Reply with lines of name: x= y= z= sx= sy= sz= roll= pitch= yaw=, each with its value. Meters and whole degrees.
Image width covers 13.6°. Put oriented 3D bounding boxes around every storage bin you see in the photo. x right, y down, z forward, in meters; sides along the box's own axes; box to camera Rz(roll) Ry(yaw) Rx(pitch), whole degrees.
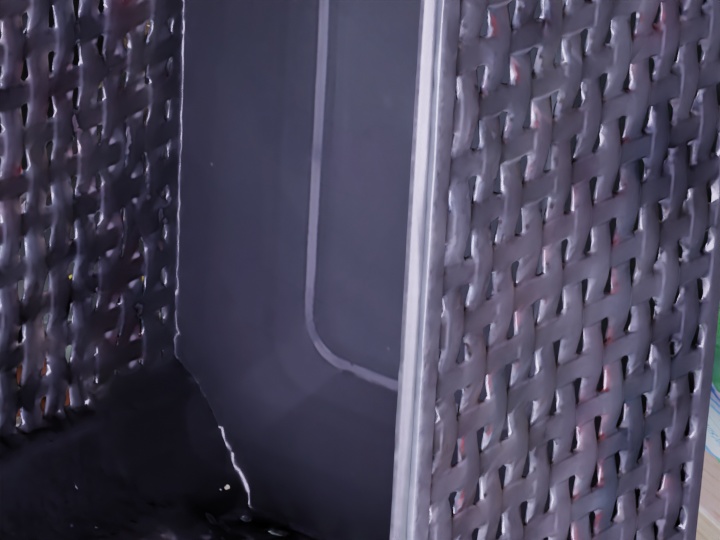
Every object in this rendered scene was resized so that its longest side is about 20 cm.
storage bin: x=-0.013 y=-0.018 z=0.549 sx=0.135 sy=0.201 sz=0.094 roll=20 pitch=-154 yaw=36

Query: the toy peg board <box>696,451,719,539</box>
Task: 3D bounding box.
toy peg board: x=0.069 y=0.138 z=0.826 sx=0.200 sy=0.098 sz=0.199 roll=42 pitch=157 yaw=-19

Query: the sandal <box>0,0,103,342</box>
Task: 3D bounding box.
sandal: x=-0.111 y=-0.002 z=0.890 sx=0.045 sy=0.201 sz=0.075 roll=37 pitch=-149 yaw=14

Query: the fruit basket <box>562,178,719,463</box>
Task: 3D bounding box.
fruit basket: x=0.056 y=-0.021 z=0.652 sx=0.199 sy=0.094 sz=0.185 roll=24 pitch=167 yaw=34

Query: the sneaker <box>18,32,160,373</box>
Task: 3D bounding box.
sneaker: x=-0.022 y=0.011 z=0.727 sx=0.075 sy=0.106 sz=0.200 roll=43 pitch=-170 yaw=-37

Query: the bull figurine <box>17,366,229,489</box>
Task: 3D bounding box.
bull figurine: x=-0.045 y=0.066 z=1.020 sx=0.199 sy=0.066 sz=0.121 roll=4 pitch=-165 yaw=20
